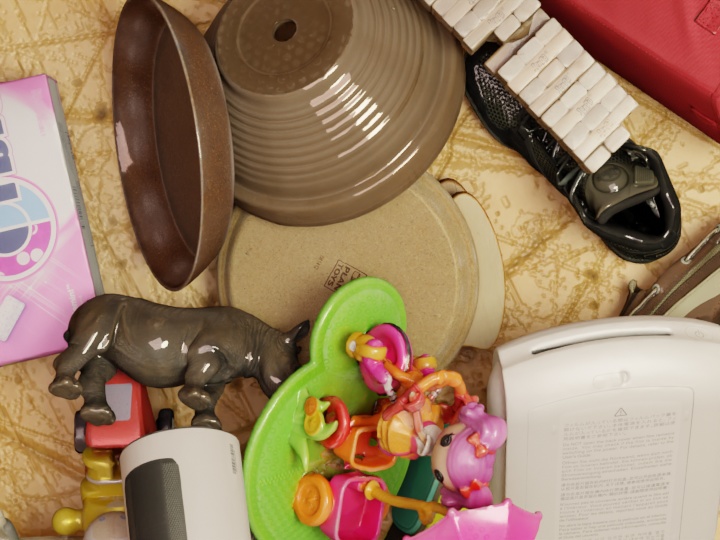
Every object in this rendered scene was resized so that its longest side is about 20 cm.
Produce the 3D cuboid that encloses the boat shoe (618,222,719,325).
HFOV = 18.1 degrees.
[{"bbox_3d":[0.210,0.042,1.578,0.202,0.075,0.075,-40,49,11],"label":"boat shoe"}]

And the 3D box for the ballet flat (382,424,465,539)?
[{"bbox_3d":[0.044,0.194,1.580,0.067,0.067,0.201,24,93,-21],"label":"ballet flat"}]

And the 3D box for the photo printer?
[{"bbox_3d":[0.165,0.113,1.514,0.165,0.070,0.201,-6,133,-3],"label":"photo printer"}]

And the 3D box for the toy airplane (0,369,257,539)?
[{"bbox_3d":[-0.163,0.193,1.535,0.199,0.141,0.200,44,90,-1],"label":"toy airplane"}]

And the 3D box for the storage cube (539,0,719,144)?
[{"bbox_3d":[0.219,-0.208,1.498,0.179,0.200,0.171,36,91,15],"label":"storage cube"}]

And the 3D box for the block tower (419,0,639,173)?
[{"bbox_3d":[0.099,-0.153,1.476,0.054,0.058,0.200,-44,91,2],"label":"block tower"}]

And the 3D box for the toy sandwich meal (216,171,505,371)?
[{"bbox_3d":[0.000,0.000,1.574,0.203,0.070,0.207,1,99,8],"label":"toy sandwich meal"}]

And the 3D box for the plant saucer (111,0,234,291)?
[{"bbox_3d":[-0.124,-0.088,1.514,0.034,0.200,0.202,-9,90,-20],"label":"plant saucer"}]

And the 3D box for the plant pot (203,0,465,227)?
[{"bbox_3d":[-0.037,-0.139,1.513,0.199,0.093,0.202,-9,63,18],"label":"plant pot"}]

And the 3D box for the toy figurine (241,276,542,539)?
[{"bbox_3d":[0.042,0.125,1.447,0.149,0.183,0.202,7,101,-44],"label":"toy figurine"}]

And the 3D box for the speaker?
[{"bbox_3d":[-0.103,0.206,1.418,0.081,0.081,0.201,-9,64,0],"label":"speaker"}]

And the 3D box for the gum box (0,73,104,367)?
[{"bbox_3d":[-0.250,-0.036,1.569,0.113,0.066,0.202,-13,91,-1],"label":"gum box"}]

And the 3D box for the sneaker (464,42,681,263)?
[{"bbox_3d":[0.149,-0.088,1.547,0.076,0.114,0.200,-41,88,-1],"label":"sneaker"}]

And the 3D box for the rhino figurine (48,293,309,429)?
[{"bbox_3d":[-0.106,0.060,1.510,0.198,0.060,0.088,6,55,-6],"label":"rhino figurine"}]
